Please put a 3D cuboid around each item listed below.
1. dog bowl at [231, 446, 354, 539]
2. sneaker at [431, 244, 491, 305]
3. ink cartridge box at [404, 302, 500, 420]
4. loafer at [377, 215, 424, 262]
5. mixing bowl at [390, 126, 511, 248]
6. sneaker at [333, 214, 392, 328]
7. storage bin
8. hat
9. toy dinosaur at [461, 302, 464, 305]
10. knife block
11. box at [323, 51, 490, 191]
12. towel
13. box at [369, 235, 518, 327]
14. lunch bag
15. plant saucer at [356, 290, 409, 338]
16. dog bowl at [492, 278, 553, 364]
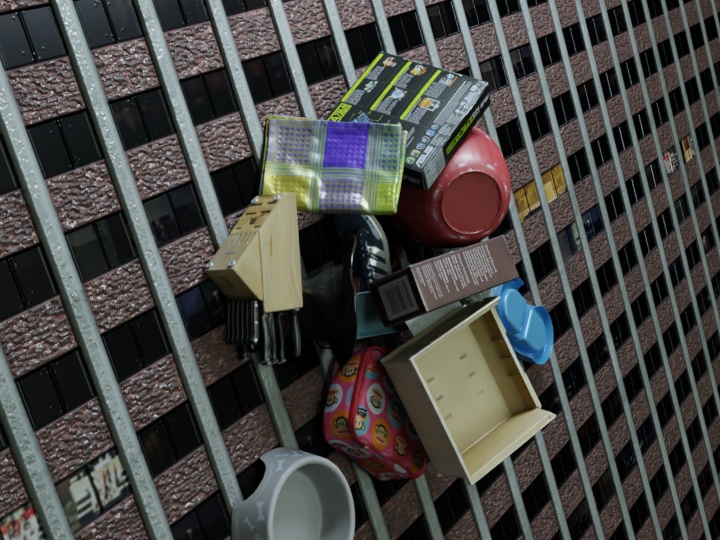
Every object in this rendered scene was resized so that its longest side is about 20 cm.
[{"bbox_3d":[-0.082,0.337,1.426,0.200,0.059,0.201,12,75,-50],"label":"dog bowl"},{"bbox_3d":[0.155,-0.026,1.720,0.200,0.074,0.087,62,7,18],"label":"sneaker"},{"bbox_3d":[0.127,0.116,1.618,0.109,0.050,0.200,-38,102,-30],"label":"ink cartridge box"},{"bbox_3d":[0.042,-0.100,1.665,0.072,0.063,0.201,-116,-174,-71],"label":"loafer"},{"bbox_3d":[0.147,-0.113,1.588,0.199,0.108,0.201,-5,110,-15],"label":"mixing bowl"},{"bbox_3d":[0.000,0.000,1.570,0.085,0.075,0.201,-44,118,-51],"label":"sneaker"},{"bbox_3d":[0.161,0.169,1.546,0.198,0.094,0.200,-31,100,-29],"label":"storage bin"},{"bbox_3d":[-0.053,0.042,1.464,0.081,0.201,0.201,3,79,-8],"label":"hat"},{"bbox_3d":[0.144,0.112,1.732,0.182,0.105,0.200,-56,139,-17],"label":"toy dinosaur"},{"bbox_3d":[-0.114,0.021,1.419,0.176,0.064,0.200,51,55,-32],"label":"knife block"},{"bbox_3d":[0.061,-0.223,1.565,0.200,0.193,0.048,-54,148,-28],"label":"box"},{"bbox_3d":[-0.041,-0.146,1.473,0.023,0.199,0.144,82,15,-69],"label":"towel"},{"bbox_3d":[0.122,0.014,1.536,0.200,0.100,0.075,-16,84,-41],"label":"box"},{"bbox_3d":[0.031,0.202,1.580,0.200,0.082,0.177,41,50,-42],"label":"lunch bag"},{"bbox_3d":[0.051,0.057,1.576,0.200,0.019,0.070,-6,108,-49],"label":"plant saucer"},{"bbox_3d":[0.282,0.092,1.934,0.200,0.049,0.112,45,51,-39],"label":"dog bowl"}]
